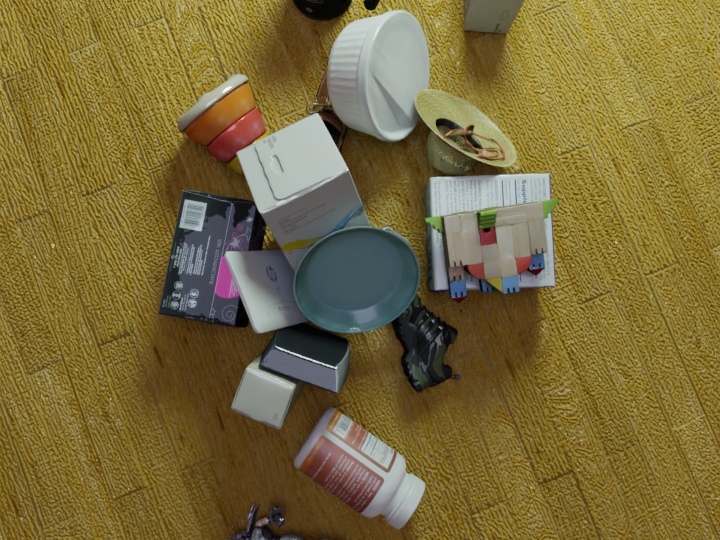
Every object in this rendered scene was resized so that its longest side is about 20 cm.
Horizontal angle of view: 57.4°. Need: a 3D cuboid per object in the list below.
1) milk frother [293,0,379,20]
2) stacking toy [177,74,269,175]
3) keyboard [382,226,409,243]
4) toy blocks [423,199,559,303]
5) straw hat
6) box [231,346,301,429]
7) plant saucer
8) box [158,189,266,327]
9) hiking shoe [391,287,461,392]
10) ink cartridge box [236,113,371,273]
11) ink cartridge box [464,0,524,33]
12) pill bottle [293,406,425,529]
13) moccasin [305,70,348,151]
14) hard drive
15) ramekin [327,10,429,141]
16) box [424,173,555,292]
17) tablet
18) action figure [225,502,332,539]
[{"bbox_3d":[-0.033,-0.553,1.096,0.178,0.188,0.203,6,85,0],"label":"milk frother"},{"bbox_3d":[-0.198,-0.212,1.117,0.146,0.146,0.201,-37,105,-3],"label":"stacking toy"},{"bbox_3d":[-0.005,0.013,1.064,0.056,0.011,0.200,32,110,-31],"label":"keyboard"},{"bbox_3d":[0.205,-0.025,1.003,0.197,0.100,0.139,-9,96,0],"label":"toy blocks"},{"bbox_3d":[0.157,-0.210,1.114,0.200,0.201,0.085,34,128,2],"label":"straw hat"},{"bbox_3d":[-0.130,0.170,1.023,0.081,0.200,0.069,22,97,1],"label":"box"},{"bbox_3d":[-0.007,0.010,1.019,0.197,0.036,0.202,-5,126,-7],"label":"plant saucer"},{"bbox_3d":[-0.239,-0.015,1.087,0.130,0.115,0.203,9,84,2],"label":"box"},{"bbox_3d":[0.109,0.096,1.106,0.099,0.076,0.203,-12,94,-10],"label":"hiking shoe"},{"bbox_3d":[-0.078,-0.105,1.028,0.143,0.201,0.148,-27,52,-1],"label":"ink cartridge box"},{"bbox_3d":[0.227,-0.530,1.116,0.083,0.145,0.203,2,85,1],"label":"ink cartridge box"},{"bbox_3d":[0.000,0.320,1.058,0.199,0.112,0.113,35,86,3],"label":"pill bottle"},{"bbox_3d":[-0.059,-0.250,1.125,0.073,0.078,0.204,17,85,1],"label":"moccasin"},{"bbox_3d":[-0.078,0.127,1.028,0.133,0.200,0.043,20,98,1],"label":"hard drive"},{"bbox_3d":[0.027,-0.317,1.078,0.093,0.202,0.205,12,84,32],"label":"ramekin"},{"bbox_3d":[0.211,-0.059,1.095,0.197,0.105,0.187,-2,85,0],"label":"box"},{"bbox_3d":[-0.138,0.027,1.044,0.014,0.200,0.131,-25,83,19],"label":"tablet"},{"bbox_3d":[-0.124,0.452,1.070,0.197,0.069,0.132,10,90,4],"label":"action figure"}]
